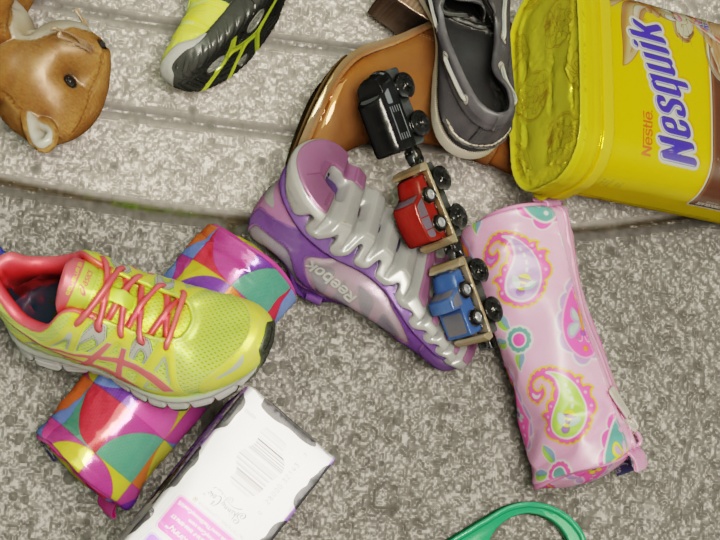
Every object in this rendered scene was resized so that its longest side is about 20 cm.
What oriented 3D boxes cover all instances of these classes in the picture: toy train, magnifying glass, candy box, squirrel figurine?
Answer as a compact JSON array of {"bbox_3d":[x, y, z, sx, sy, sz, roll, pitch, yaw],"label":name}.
[{"bbox_3d":[0.045,-0.038,1.025,0.046,0.034,0.201,-25,94,-46],"label":"toy train"},{"bbox_3d":[0.062,0.205,1.068,0.199,0.022,0.080,-2,83,-11],"label":"magnifying glass"},{"bbox_3d":[-0.113,0.175,0.967,0.071,0.168,0.200,39,78,-2],"label":"candy box"},{"bbox_3d":[-0.270,-0.137,1.022,0.187,0.142,0.200,44,92,-11],"label":"squirrel figurine"}]

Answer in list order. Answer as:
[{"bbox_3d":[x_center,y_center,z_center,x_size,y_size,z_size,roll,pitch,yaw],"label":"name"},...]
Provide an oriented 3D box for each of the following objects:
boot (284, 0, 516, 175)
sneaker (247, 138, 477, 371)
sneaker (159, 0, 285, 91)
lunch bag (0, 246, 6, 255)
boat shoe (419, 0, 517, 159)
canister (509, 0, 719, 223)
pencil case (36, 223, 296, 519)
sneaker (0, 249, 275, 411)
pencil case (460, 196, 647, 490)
[{"bbox_3d":[0.047,-0.107,1.090,0.155,0.077,0.201,35,71,-7],"label":"boot"},{"bbox_3d":[0.000,0.000,1.059,0.200,0.088,0.081,44,38,-22],"label":"sneaker"},{"bbox_3d":[-0.086,-0.210,1.082,0.076,0.075,0.200,32,68,4],"label":"sneaker"},{"bbox_3d":[-0.334,0.015,0.945,0.200,0.127,0.170,-49,129,-12],"label":"lunch bag"},{"bbox_3d":[0.078,-0.179,1.042,0.072,0.063,0.201,1,74,-16],"label":"boat shoe"},{"bbox_3d":[0.209,-0.112,1.073,0.199,0.086,0.149,9,72,-27],"label":"canister"},{"bbox_3d":[-0.129,0.065,1.026,0.088,0.088,0.200,39,80,-2],"label":"pencil case"},{"bbox_3d":[-0.149,0.029,0.948,0.199,0.090,0.079,5,61,22],"label":"sneaker"},{"bbox_3d":[0.133,0.051,1.065,0.087,0.087,0.201,-16,82,-11],"label":"pencil case"}]
